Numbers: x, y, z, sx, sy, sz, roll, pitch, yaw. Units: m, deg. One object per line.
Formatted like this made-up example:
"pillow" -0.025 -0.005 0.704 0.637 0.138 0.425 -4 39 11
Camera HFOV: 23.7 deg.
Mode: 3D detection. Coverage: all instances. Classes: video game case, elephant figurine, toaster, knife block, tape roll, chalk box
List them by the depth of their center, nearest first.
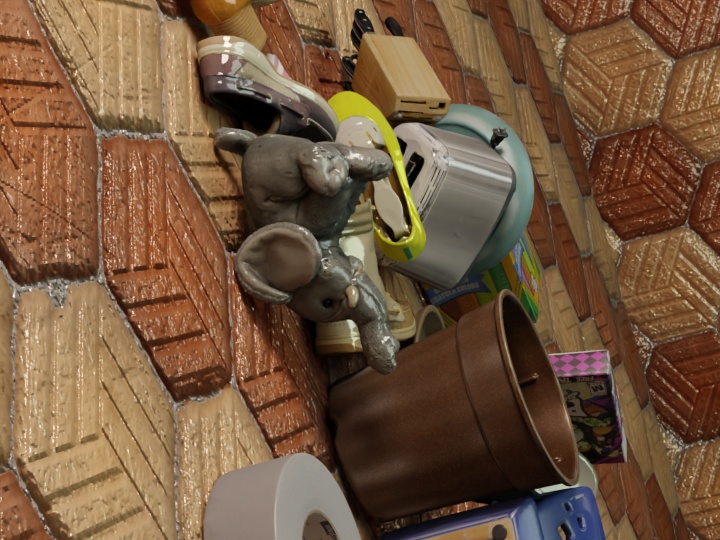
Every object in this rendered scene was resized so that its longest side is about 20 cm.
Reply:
"tape roll" -0.055 0.251 1.381 0.200 0.066 0.201 -16 90 -72
"elephant figurine" -0.048 -0.017 1.558 0.141 0.155 0.201 2 99 -37
"video game case" 0.177 0.154 1.836 0.182 0.199 0.036 70 19 -51
"toaster" 0.078 -0.079 1.880 0.129 0.200 0.114 14 23 -43
"knife block" 0.034 -0.234 1.940 0.200 0.064 0.176 146 -57 -68
"chalk box" 0.134 -0.031 2.134 0.124 0.124 0.200 -78 147 -57

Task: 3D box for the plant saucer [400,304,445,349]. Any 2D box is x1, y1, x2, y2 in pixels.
"plant saucer" 0.069 0.138 1.872 0.200 0.029 0.201 -1 90 -76

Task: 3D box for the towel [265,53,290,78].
"towel" -0.052 -0.114 1.775 0.200 0.030 0.147 55 25 -47

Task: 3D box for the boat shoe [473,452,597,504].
"boat shoe" 0.159 0.217 1.824 0.199 0.063 0.073 9 62 -28

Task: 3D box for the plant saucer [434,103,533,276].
"plant saucer" 0.103 -0.092 1.968 0.027 0.200 0.201 -2 77 -61

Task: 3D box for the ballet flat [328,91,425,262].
"ballet flat" 0.015 -0.104 1.788 0.067 0.067 0.201 41 26 -77

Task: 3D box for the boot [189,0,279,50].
"boot" -0.128 -0.306 1.640 0.202 0.071 0.144 -82 149 -51

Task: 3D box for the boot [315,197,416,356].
"boot" 0.000 0.000 1.740 0.200 0.073 0.156 -13 97 -67

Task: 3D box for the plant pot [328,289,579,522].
"plant pot" 0.087 0.147 1.677 0.201 0.198 0.201 59 17 -31

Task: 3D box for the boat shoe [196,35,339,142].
"boat shoe" -0.090 -0.153 1.625 0.200 0.072 0.065 37 55 -53

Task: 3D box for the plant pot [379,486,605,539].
"plant pot" 0.134 0.329 1.704 0.180 0.199 0.201 16 60 -62
